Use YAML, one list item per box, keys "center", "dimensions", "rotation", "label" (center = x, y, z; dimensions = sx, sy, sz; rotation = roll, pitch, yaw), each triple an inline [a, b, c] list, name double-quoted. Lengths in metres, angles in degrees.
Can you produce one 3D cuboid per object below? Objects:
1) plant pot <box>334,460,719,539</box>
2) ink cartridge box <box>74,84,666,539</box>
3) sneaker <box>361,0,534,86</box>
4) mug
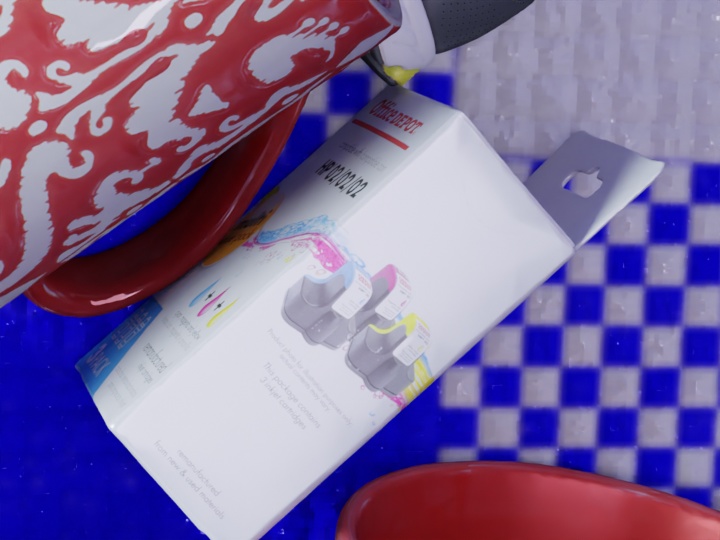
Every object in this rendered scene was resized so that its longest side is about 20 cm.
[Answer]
- center: [0.070, 0.187, 1.045]
  dimensions: [0.200, 0.200, 0.178]
  rotation: [8, 109, -12]
  label: "plant pot"
- center: [0.000, 0.000, 1.031]
  dimensions: [0.200, 0.115, 0.068]
  rotation: [-42, 104, -3]
  label: "ink cartridge box"
- center: [0.008, -0.169, 1.037]
  dimensions: [0.084, 0.074, 0.200]
  rotation: [-22, 111, -13]
  label: "sneaker"
- center: [-0.092, -0.073, 0.985]
  dimensions: [0.200, 0.178, 0.134]
  rotation: [-32, 79, 11]
  label: "mug"
